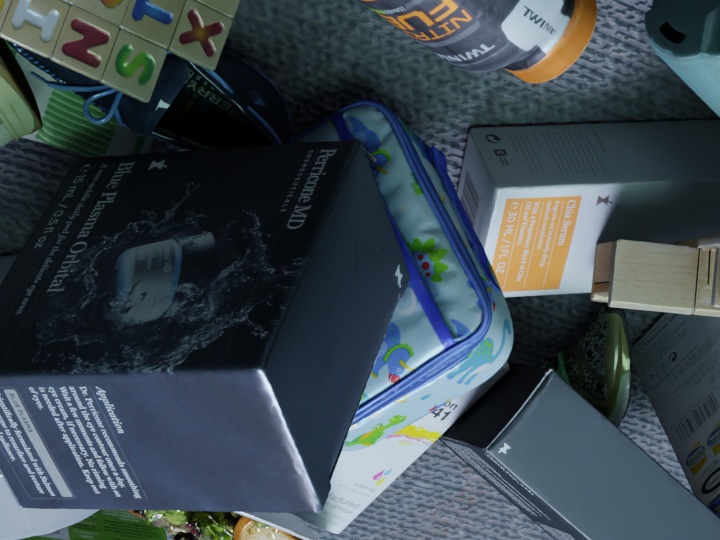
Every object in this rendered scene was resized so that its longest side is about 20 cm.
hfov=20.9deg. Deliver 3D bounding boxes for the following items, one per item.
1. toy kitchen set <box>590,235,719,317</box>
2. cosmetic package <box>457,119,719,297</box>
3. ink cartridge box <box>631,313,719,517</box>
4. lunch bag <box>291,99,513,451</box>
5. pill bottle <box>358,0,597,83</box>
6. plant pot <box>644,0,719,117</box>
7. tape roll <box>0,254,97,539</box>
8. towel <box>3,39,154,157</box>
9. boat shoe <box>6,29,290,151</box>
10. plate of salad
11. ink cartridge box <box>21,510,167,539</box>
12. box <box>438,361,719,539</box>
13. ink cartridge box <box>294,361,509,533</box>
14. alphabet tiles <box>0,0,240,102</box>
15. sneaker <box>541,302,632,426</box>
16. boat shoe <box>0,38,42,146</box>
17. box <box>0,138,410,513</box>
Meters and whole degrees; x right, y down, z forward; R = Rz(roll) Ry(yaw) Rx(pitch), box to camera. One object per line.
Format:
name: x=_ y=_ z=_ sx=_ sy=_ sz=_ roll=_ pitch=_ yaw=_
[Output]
toy kitchen set: x=0.256 y=0.071 z=1.252 sx=0.199 sy=0.163 sz=0.181 roll=6 pitch=88 yaw=-3
cosmetic package: x=0.171 y=-0.043 z=1.359 sx=0.199 sy=0.071 sz=0.102 roll=-4 pitch=131 yaw=-14
ink cartridge box: x=0.293 y=0.096 z=1.430 sx=0.076 sy=0.200 sz=0.137 roll=23 pitch=121 yaw=-32
lunch bag: x=0.000 y=0.000 z=1.259 sx=0.160 sy=0.200 sz=0.082 roll=-29 pitch=156 yaw=12
pill bottle: x=0.054 y=-0.188 z=1.172 sx=0.200 sy=0.106 sz=0.106 roll=30 pitch=117 yaw=-35
plant pot: x=0.299 y=-0.145 z=1.238 sx=0.196 sy=0.200 sz=0.200 roll=34 pitch=115 yaw=-27
tape roll: x=-0.231 y=0.080 z=1.260 sx=0.200 sy=0.201 sz=0.066 roll=-12 pitch=134 yaw=-6
towel: x=-0.203 y=-0.145 z=1.192 sx=0.199 sy=0.023 sz=0.153 roll=12 pitch=125 yaw=-24
boat shoe: x=-0.120 y=-0.119 z=1.175 sx=0.199 sy=0.069 sz=0.084 roll=18 pitch=122 yaw=-27
plate of salad: x=-0.115 y=0.179 z=1.407 sx=0.200 sy=0.200 sz=0.048 roll=26 pitch=78 yaw=-33
ink cartridge box: x=-0.252 y=0.259 z=1.499 sx=0.147 sy=0.076 sz=0.200 roll=13 pitch=127 yaw=-27
box: x=0.164 y=0.157 z=1.392 sx=0.200 sy=0.141 sz=0.079 roll=41 pitch=84 yaw=-10
ink cartridge box: x=-0.015 y=0.082 z=1.406 sx=0.147 sy=0.086 sz=0.200 roll=27 pitch=120 yaw=-33
alphabet tiles: x=-0.148 y=-0.197 z=1.103 sx=0.200 sy=0.006 sz=0.167 roll=23 pitch=83 yaw=-32
sneaker: x=0.145 y=0.102 z=1.484 sx=0.088 sy=0.077 sz=0.200 roll=11 pitch=125 yaw=-14
boat shoe: x=-0.252 y=-0.144 z=1.119 sx=0.063 sy=0.073 sz=0.201 roll=-26 pitch=138 yaw=1
box: x=-0.099 y=0.031 z=1.135 sx=0.199 sy=0.197 sz=0.118 roll=-2 pitch=131 yaw=22
